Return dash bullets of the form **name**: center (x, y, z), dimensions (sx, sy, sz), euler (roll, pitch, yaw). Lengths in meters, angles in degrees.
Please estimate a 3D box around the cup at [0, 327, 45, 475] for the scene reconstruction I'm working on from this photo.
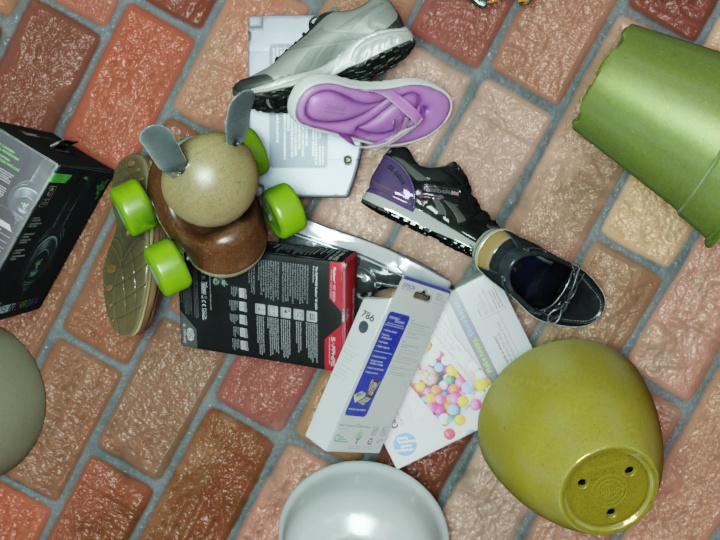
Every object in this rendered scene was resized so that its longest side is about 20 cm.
- **cup**: center (-0.475, 0.159, 0.960), dimensions (0.199, 0.143, 0.202), euler (0, 94, 3)

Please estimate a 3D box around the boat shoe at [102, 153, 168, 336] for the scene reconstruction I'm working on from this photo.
- **boat shoe**: center (-0.238, -0.026, 0.968), dimensions (0.072, 0.067, 0.202), euler (5, 90, 34)

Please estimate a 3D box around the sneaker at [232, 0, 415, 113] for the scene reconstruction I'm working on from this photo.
- **sneaker**: center (-0.045, -0.228, 0.919), dimensions (0.199, 0.074, 0.080), euler (-24, 84, -2)

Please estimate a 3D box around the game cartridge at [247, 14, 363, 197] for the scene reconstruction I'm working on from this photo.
- **game cartridge**: center (-0.060, -0.182, 0.969), dimensions (0.132, 0.042, 0.202), euler (0, 95, -2)

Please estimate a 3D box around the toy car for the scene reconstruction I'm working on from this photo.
- **toy car**: center (-0.152, -0.097, 0.832), dimensions (0.164, 0.200, 0.158), euler (-28, 68, -17)

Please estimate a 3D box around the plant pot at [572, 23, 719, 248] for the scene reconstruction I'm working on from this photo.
- **plant pot**: center (0.330, -0.157, 0.895), dimensions (0.189, 0.200, 0.201), euler (31, 95, 13)

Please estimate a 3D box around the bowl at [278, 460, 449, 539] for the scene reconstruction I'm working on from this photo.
- **bowl**: center (-0.002, 0.323, 0.962), dimensions (0.199, 0.090, 0.203), euler (2, 106, 6)

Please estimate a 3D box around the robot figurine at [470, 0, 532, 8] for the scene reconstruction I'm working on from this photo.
- **robot figurine**: center (0.151, -0.382, 0.933), dimensions (0.144, 0.058, 0.201), euler (-17, 93, 4)

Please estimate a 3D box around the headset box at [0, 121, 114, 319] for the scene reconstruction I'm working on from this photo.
- **headset box**: center (-0.366, -0.058, 0.923), dimensions (0.092, 0.174, 0.201), euler (31, 94, 0)

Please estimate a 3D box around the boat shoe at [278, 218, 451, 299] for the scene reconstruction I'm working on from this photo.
- **boat shoe**: center (0.000, 0.000, 0.963), dimensions (0.199, 0.072, 0.068), euler (20, 93, 3)

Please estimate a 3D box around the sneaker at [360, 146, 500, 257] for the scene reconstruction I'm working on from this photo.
- **sneaker**: center (0.107, -0.072, 0.954), dimensions (0.199, 0.076, 0.088), euler (26, 89, 0)

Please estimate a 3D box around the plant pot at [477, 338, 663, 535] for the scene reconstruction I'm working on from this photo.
- **plant pot**: center (0.235, 0.192, 0.909), dimensions (0.198, 0.142, 0.202), euler (-2, 109, -5)

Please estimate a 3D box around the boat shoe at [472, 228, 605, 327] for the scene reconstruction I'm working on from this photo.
- **boat shoe**: center (0.201, 0.018, 0.924), dimensions (0.199, 0.062, 0.075), euler (29, 98, -36)

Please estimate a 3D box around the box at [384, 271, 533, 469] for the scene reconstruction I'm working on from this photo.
- **box**: center (0.095, 0.110, 0.984), dimensions (0.199, 0.041, 0.157), euler (-26, 93, 5)

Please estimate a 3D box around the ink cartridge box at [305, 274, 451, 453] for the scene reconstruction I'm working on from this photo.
- **ink cartridge box**: center (0.020, 0.097, 0.918), dimensions (0.039, 0.099, 0.201), euler (29, 96, 38)

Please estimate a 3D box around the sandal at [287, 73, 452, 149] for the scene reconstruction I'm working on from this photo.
- **sandal**: center (0.017, -0.160, 0.915), dimensions (0.201, 0.050, 0.083), euler (-3, 133, -31)

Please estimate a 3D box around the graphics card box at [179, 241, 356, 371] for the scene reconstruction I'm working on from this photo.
- **graphics card box**: center (-0.102, 0.033, 0.944), dimensions (0.198, 0.051, 0.126), euler (6, 109, 17)
